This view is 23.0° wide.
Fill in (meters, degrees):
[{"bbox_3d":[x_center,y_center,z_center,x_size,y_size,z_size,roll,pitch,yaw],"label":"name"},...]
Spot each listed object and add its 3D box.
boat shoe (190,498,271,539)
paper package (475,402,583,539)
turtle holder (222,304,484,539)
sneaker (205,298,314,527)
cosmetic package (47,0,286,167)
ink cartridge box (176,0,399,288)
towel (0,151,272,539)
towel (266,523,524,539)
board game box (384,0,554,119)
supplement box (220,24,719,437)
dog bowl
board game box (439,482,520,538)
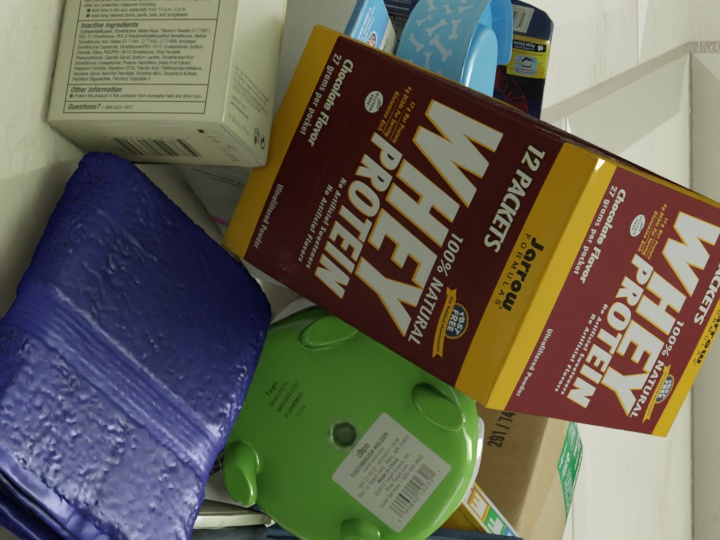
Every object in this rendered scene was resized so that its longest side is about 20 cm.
[{"bbox_3d":[-0.109,0.160,0.970,0.200,0.075,0.062,6,85,-69],"label":"boat shoe"},{"bbox_3d":[0.054,0.151,1.271,0.200,0.190,0.104,-66,153,-50],"label":"paper package"},{"bbox_3d":[-0.018,0.084,1.034,0.132,0.185,0.141,-29,128,-77],"label":"turtle holder"},{"bbox_3d":[-0.057,0.074,1.133,0.200,0.076,0.081,-68,142,-49],"label":"sneaker"},{"bbox_3d":[-0.095,-0.161,0.948,0.071,0.105,0.201,44,52,-67],"label":"cosmetic package"},{"bbox_3d":[-0.032,-0.082,1.103,0.200,0.084,0.145,63,46,-66],"label":"ink cartridge box"},{"bbox_3d":[-0.127,0.054,0.893,0.148,0.049,0.200,46,45,-28],"label":"towel"},{"bbox_3d":[0.007,0.216,1.124,0.049,0.199,0.112,-52,139,-67],"label":"towel"},{"bbox_3d":[0.032,-0.117,1.251,0.200,0.199,0.062,93,13,-45],"label":"board game box"},{"bbox_3d":[0.074,-0.019,0.965,0.197,0.200,0.133,14,103,-52],"label":"supplement box"},{"bbox_3d":[0.052,-0.087,1.135,0.111,0.049,0.201,-49,150,-55],"label":"dog bowl"},{"bbox_3d":[0.035,0.194,1.156,0.200,0.134,0.034,50,25,-7],"label":"board game box"}]
